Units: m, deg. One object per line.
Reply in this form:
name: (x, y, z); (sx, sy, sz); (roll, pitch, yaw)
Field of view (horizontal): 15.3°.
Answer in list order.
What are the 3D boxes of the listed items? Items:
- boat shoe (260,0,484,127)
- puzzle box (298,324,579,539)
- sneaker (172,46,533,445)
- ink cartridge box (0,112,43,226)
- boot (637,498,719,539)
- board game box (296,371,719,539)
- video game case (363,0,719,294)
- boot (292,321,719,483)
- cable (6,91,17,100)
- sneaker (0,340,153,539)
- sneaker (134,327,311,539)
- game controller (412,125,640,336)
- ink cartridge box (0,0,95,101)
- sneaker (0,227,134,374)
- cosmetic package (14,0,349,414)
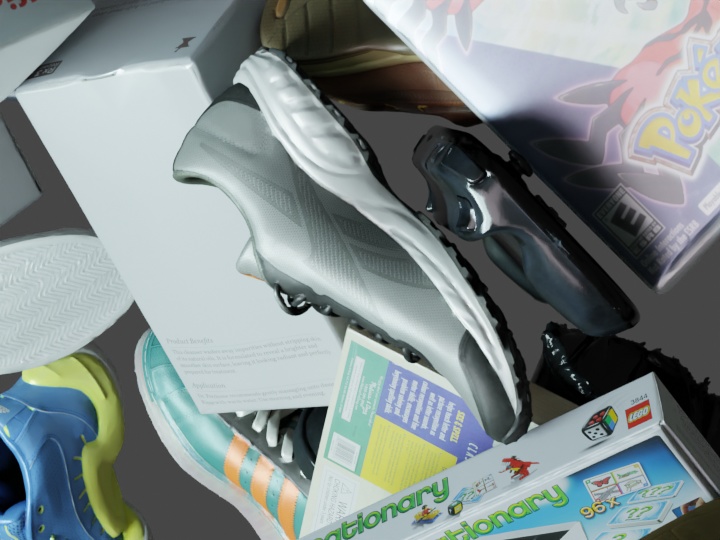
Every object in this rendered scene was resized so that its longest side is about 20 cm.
boat shoe: (0.054, -0.101, 1.172); (0.199, 0.072, 0.068); (3, 152, 31)
puzzle box: (0.039, 0.122, 1.251); (0.132, 0.025, 0.201); (27, 131, 16)
sneaker: (0.000, 0.000, 1.152); (0.200, 0.079, 0.074); (48, 180, 10)
ink cartridge box: (-0.292, -0.024, 1.453); (0.199, 0.146, 0.086); (-12, 110, 45)
boot: (0.205, 0.154, 1.145); (0.072, 0.199, 0.155); (-124, 11, -56)
board game box: (0.073, 0.133, 1.181); (0.199, 0.035, 0.126); (-26, 128, 19)
video game case: (0.121, -0.122, 1.070); (0.182, 0.023, 0.200); (45, 114, 8)
boot: (0.075, 0.084, 1.263); (0.198, 0.073, 0.163); (36, 137, 7)
cable: (-0.163, -0.156, 1.284); (0.163, 0.051, 0.200); (-34, 106, 16)
sneaker: (-0.176, 0.137, 1.489); (0.075, 0.105, 0.201); (13, 124, 35)
sneaker: (-0.030, 0.096, 1.369); (0.200, 0.071, 0.080); (50, 133, -5)
game controller: (0.068, -0.018, 1.143); (0.104, 0.042, 0.200); (38, -178, -5)
ink cartridge box: (-0.230, -0.155, 1.157); (0.084, 0.145, 0.201); (-36, 87, 39)
sneaker: (-0.210, 0.014, 1.461); (0.199, 0.116, 0.074); (-23, 110, 9)
cosmetic package: (-0.061, -0.033, 1.263); (0.112, 0.081, 0.201); (-4, 125, 35)
